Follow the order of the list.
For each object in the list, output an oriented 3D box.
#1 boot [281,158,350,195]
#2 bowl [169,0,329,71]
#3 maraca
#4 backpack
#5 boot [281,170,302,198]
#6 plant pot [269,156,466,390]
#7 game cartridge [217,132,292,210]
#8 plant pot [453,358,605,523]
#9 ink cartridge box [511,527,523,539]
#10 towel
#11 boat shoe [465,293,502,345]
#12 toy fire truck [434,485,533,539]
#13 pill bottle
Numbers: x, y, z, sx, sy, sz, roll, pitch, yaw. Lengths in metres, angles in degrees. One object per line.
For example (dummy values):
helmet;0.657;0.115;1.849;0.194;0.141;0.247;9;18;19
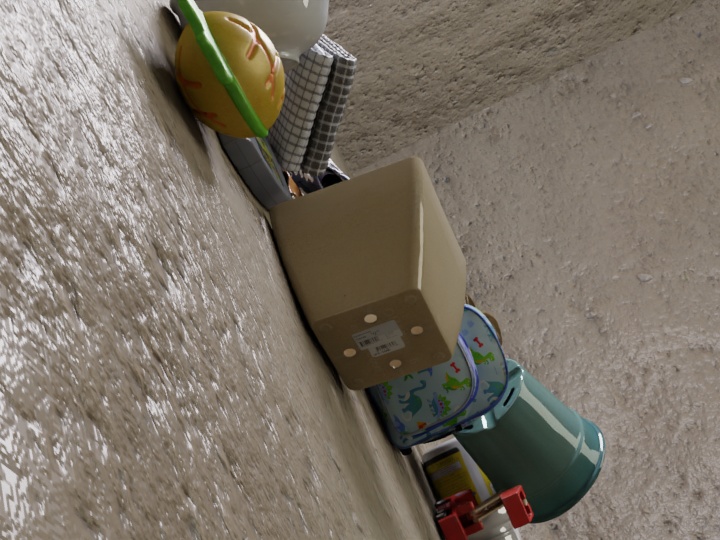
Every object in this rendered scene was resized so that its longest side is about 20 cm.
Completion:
boot;-0.063;-0.144;1.716;0.200;0.073;0.090;42;-10;14
bowl;-0.125;-0.286;1.420;0.201;0.198;0.092;28;55;-84
maraca;-0.136;-0.204;1.188;0.138;0.106;0.200;59;2;19
backpack;0.108;0.143;1.685;0.147;0.198;0.185;35;31;-83
boot;-0.043;-0.027;1.679;0.200;0.068;0.190;58;8;-56
plant pot;0.019;0.022;1.420;0.178;0.198;0.201;-97;164;-45
game cartridge;-0.135;-0.152;1.437;0.200;0.040;0.134;56;14;-67
plant pot;0.247;0.254;1.857;0.196;0.200;0.201;47;12;-26
ink cartridge box;0.332;0.650;2.466;0.147;0.082;0.202;-1;67;-85
towel;-0.082;-0.236;1.582;0.200;0.085;0.167;50;-51;54
boat shoe;0.156;0.085;1.862;0.200;0.064;0.073;30;46;-56
toy fire truck;0.184;0.362;1.797;0.200;0.140;0.049;-16;81;-86
pill bottle;0.188;0.378;1.979;0.111;0.110;0.202;50;16;-76
